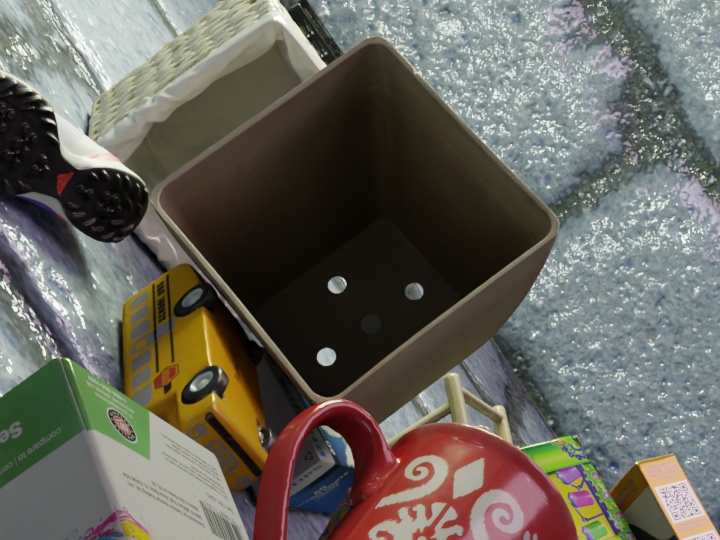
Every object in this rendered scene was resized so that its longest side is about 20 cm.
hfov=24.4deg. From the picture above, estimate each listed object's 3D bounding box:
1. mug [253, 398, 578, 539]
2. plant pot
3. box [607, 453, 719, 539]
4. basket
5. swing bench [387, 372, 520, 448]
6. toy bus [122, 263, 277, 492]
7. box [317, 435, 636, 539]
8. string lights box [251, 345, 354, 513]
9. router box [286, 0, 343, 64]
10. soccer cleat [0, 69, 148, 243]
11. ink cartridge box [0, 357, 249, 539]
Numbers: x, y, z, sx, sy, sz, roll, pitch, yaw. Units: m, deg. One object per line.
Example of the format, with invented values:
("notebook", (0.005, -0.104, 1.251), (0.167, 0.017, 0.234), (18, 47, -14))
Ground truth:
("mug", (0.003, 0.185, 0.938), (0.177, 0.134, 0.200), (29, 42, 17))
("plant pot", (0.000, 0.000, 1.160), (0.200, 0.199, 0.177), (48, -14, 23))
("box", (0.217, 0.241, 1.125), (0.041, 0.119, 0.201), (-6, 56, -30))
("basket", (-0.098, -0.099, 1.357), (0.200, 0.198, 0.161), (51, 6, -27))
("swing bench", (0.103, 0.223, 1.506), (0.201, 0.129, 0.199), (60, 9, 20))
("toy bus", (-0.108, 0.071, 1.068), (0.065, 0.078, 0.200), (53, 10, -27))
("box", (0.093, 0.239, 1.110), (0.191, 0.122, 0.201), (-8, 55, -31))
("string lights box", (-0.045, 0.126, 1.272), (0.103, 0.059, 0.200), (59, 9, 18))
("router box", (-0.069, -0.366, 2.859), (0.201, 0.062, 0.150), (55, 10, -8))
("soccer cleat", (-0.220, -0.081, 1.096), (0.073, 0.068, 0.200), (34, -2, 36))
("ink cartridge box", (-0.101, 0.161, 0.768), (0.145, 0.084, 0.201), (44, 15, -53))
